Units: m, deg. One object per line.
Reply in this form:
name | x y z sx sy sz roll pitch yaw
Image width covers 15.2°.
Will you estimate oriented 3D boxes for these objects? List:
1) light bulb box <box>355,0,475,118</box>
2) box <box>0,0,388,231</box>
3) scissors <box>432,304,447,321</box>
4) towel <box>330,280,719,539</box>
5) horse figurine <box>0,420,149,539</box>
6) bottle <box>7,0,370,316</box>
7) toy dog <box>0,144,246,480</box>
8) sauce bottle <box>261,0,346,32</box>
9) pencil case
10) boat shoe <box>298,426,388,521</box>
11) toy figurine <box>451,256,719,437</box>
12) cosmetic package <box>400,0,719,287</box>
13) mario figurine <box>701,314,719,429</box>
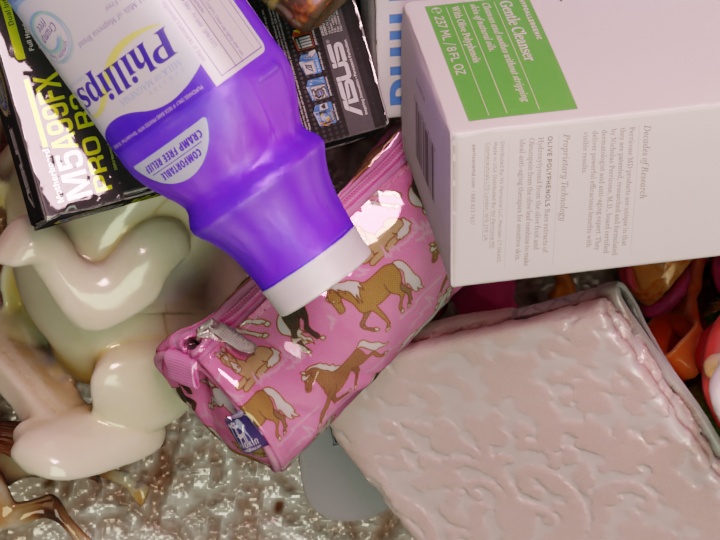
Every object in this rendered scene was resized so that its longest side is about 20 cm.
light bulb box | 0.088 -0.190 1.200 0.199 0.125 0.199 -7 124 -8
box | -0.092 -0.135 1.168 0.160 0.044 0.201 -17 90 -14
scissors | 0.035 0.040 1.372 0.014 0.073 0.201 -36 127 -20
towel | 0.090 0.096 1.299 0.190 0.032 0.200 -14 124 36
horse figurine | -0.191 0.141 1.395 0.132 0.050 0.200 23 125 -5
bottle | -0.071 -0.075 1.104 0.083 0.065 0.200 -29 98 42
toy dog | -0.102 -0.025 1.264 0.193 0.140 0.201 -5 124 -25
sauce bottle | -0.074 -0.187 1.120 0.200 0.066 0.066 43 109 2
pencil case | 0.000 0.000 1.234 0.200 0.087 0.083 -44 90 -10
boat shoe | -0.008 0.036 1.357 0.072 0.066 0.201 -9 130 1
toy figurine | 0.127 -0.001 1.343 0.200 0.150 0.184 -48 112 -6
cosmetic package | 0.124 -0.065 1.151 0.199 0.108 0.085 -8 128 -9
mario figurine | 0.217 0.053 1.206 0.123 0.106 0.200 27 160 -1
